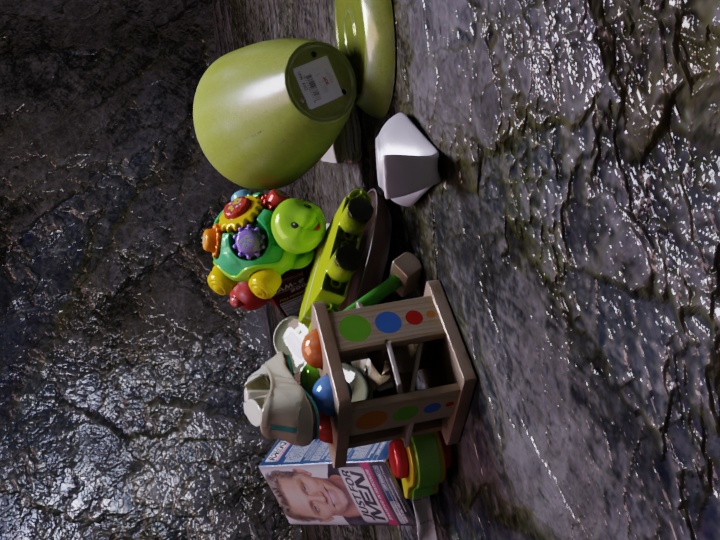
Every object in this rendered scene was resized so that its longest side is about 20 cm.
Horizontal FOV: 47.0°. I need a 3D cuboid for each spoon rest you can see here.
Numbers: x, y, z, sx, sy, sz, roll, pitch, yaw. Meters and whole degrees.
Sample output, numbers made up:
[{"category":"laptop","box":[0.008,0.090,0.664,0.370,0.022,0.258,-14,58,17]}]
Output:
[{"category":"spoon rest","box":[0.047,-0.107,0.845,0.200,0.059,0.101,-91,-3,-76]}]

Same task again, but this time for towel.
[{"category":"towel","box":[-0.034,-0.220,1.176,0.200,0.034,0.135,-144,49,-74]}]

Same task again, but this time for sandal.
[{"category":"sandal","box":[-0.060,0.125,1.036,0.201,0.080,0.057,41,180,40]}]

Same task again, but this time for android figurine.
[{"category":"android figurine","box":[-0.031,-0.003,0.986,0.200,0.040,0.184,122,163,-61]}]

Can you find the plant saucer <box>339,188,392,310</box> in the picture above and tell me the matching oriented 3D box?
[{"category":"plant saucer","box":[0.000,0.000,1.026,0.200,0.032,0.203,-164,89,-81]}]

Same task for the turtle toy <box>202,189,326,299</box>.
[{"category":"turtle toy","box":[-0.121,-0.047,1.062,0.147,0.198,0.102,-58,-45,-33]}]

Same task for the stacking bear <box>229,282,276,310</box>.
[{"category":"stacking bear","box":[-0.108,0.013,1.283,0.114,0.197,0.123,110,150,-66]}]

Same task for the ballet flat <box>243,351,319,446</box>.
[{"category":"ballet flat","box":[-0.088,0.128,0.841,0.200,0.068,0.071,-158,60,-77]}]

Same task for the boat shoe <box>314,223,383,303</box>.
[{"category":"boat shoe","box":[-0.007,0.028,1.160,0.063,0.073,0.203,34,-153,-59]}]

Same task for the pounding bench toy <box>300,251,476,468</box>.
[{"category":"pounding bench toy","box":[0.010,0.080,0.874,0.125,0.153,0.202,96,162,-50]}]

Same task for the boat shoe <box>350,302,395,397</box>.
[{"category":"boat shoe","box":[0.032,0.140,1.047,0.066,0.073,0.204,-5,86,55]}]

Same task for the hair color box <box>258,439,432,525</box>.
[{"category":"hair color box","box":[-0.019,0.257,1.020,0.061,0.198,0.101,-48,-61,-49]}]

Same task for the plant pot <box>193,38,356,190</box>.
[{"category":"plant pot","box":[-0.089,-0.206,1.020,0.199,0.185,0.191,-5,94,62]}]

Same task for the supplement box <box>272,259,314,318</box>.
[{"category":"supplement box","box":[-0.069,0.047,1.176,0.110,0.060,0.201,-103,-12,-50]}]

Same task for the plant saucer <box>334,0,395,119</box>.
[{"category":"plant saucer","box":[0.000,-0.281,0.980,0.200,0.031,0.204,172,90,-79]}]

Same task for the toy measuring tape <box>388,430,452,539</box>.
[{"category":"toy measuring tape","box":[0.072,0.240,0.905,0.074,0.072,0.204,146,116,-77]}]

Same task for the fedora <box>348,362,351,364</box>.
[{"category":"fedora","box":[-0.006,0.198,1.120,0.091,0.199,0.204,0,99,44]}]
